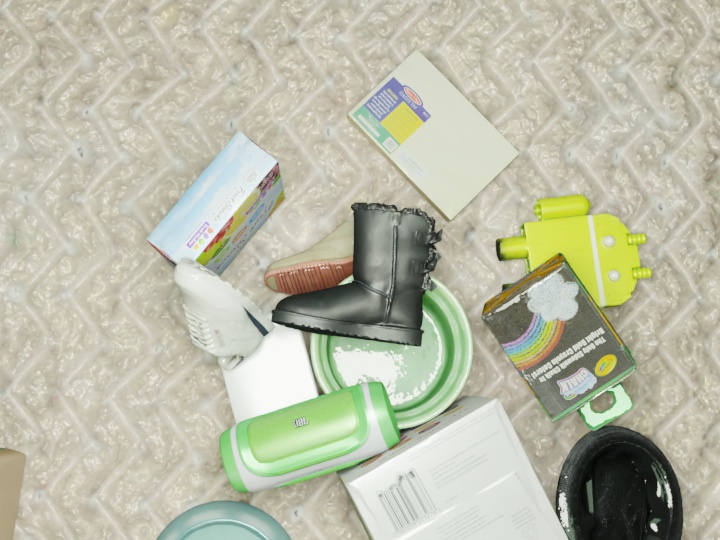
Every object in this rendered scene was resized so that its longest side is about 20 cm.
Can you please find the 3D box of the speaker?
[{"bbox_3d":[-0.059,0.194,1.238,0.199,0.088,0.089,-18,83,4],"label":"speaker"}]

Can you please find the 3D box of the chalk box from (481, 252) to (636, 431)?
[{"bbox_3d":[0.254,0.097,1.308,0.125,0.124,0.200,-34,91,11],"label":"chalk box"}]

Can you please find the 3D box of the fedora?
[{"bbox_3d":[0.302,0.297,1.318,0.200,0.092,0.201,7,71,-21],"label":"fedora"}]

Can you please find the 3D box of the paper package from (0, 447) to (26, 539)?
[{"bbox_3d":[-0.476,0.299,1.235,0.103,0.200,0.191,9,82,-1],"label":"paper package"}]

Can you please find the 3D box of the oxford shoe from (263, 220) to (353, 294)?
[{"bbox_3d":[-0.030,-0.020,1.379,0.199,0.071,0.074,-11,58,-4],"label":"oxford shoe"}]

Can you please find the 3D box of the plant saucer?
[{"bbox_3d":[-0.172,0.390,1.326,0.199,0.027,0.201,0,82,-2],"label":"plant saucer"}]

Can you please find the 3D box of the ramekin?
[{"bbox_3d":[0.036,0.098,1.339,0.199,0.098,0.201,0,82,-3],"label":"ramekin"}]

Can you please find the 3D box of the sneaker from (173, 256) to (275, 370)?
[{"bbox_3d":[-0.164,0.053,1.211,0.076,0.200,0.081,37,81,31],"label":"sneaker"}]

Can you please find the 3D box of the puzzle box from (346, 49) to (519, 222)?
[{"bbox_3d":[0.096,-0.180,1.417,0.133,0.025,0.200,-43,86,-7],"label":"puzzle box"}]

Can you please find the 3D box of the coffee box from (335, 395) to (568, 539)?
[{"bbox_3d":[0.104,0.284,1.265,0.199,0.198,0.201,-27,88,-7],"label":"coffee box"}]

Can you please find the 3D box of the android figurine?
[{"bbox_3d":[0.281,-0.008,1.396,0.199,0.041,0.183,-5,82,-2],"label":"android figurine"}]

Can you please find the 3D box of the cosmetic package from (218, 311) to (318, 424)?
[{"bbox_3d":[-0.109,0.155,1.334,0.112,0.081,0.201,-13,82,-5],"label":"cosmetic package"}]

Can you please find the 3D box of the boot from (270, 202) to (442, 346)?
[{"bbox_3d":[0.000,0.000,1.265,0.197,0.073,0.163,8,84,-9],"label":"boot"}]

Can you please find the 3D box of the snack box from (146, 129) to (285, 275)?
[{"bbox_3d":[-0.170,-0.065,1.300,0.068,0.200,0.169,39,83,3],"label":"snack box"}]
